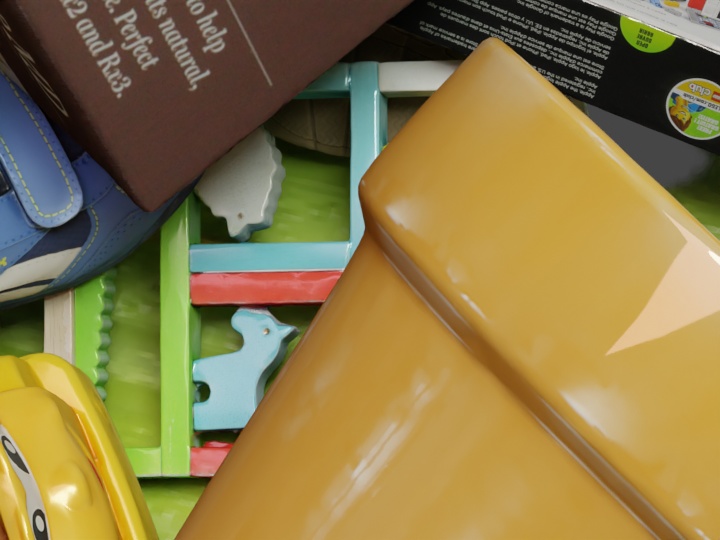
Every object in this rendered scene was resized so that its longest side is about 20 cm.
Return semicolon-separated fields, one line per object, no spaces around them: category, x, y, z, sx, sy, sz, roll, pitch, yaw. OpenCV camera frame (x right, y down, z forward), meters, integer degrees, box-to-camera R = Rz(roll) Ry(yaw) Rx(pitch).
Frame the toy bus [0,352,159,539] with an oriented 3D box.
toy bus;-0.166;0.086;0.748;0.200;0.192;0.136;-22;69;-1

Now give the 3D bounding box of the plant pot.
plant pot;0.043;0.074;0.697;0.183;0.200;0.200;-46;66;4

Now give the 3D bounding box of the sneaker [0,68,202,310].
sneaker;-0.126;-0.021;0.806;0.200;0.082;0.074;-32;78;-6

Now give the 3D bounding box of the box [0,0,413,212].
box;-0.078;-0.162;0.751;0.164;0.166;0.200;-39;53;-10

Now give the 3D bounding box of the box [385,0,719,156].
box;0.097;-0.086;0.835;0.200;0.035;0.110;22;36;8

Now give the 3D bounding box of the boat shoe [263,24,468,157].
boat shoe;-0.039;-0.086;0.886;0.200;0.072;0.065;8;30;4

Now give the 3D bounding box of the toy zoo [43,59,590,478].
toy zoo;0.000;0.000;0.841;0.200;0.020;0.131;0;86;9
